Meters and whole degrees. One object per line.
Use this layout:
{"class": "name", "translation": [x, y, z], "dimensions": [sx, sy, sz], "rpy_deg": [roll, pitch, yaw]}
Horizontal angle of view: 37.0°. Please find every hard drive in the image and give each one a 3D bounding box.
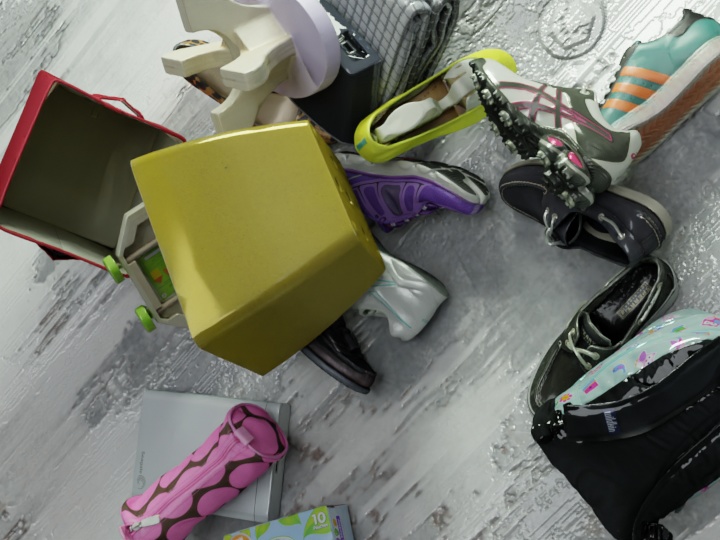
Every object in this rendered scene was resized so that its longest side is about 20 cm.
{"class": "hard drive", "translation": [-0.055, -0.235, 1.178], "dimensions": [0.042, 0.136, 0.200], "rpy_deg": [-28, 59, -26]}
{"class": "hard drive", "translation": [-0.177, 0.213, 1.256], "dimensions": [0.197, 0.027, 0.135], "rpy_deg": [2, 82, 29]}

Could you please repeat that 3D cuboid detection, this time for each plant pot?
{"class": "plant pot", "translation": [-0.087, -0.034, 1.083], "dimensions": [0.174, 0.200, 0.203], "rpy_deg": [-25, 72, 7]}

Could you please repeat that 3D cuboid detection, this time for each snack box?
{"class": "snack box", "translation": [-0.062, 0.367, 1.149], "dimensions": [0.140, 0.053, 0.203], "rpy_deg": [-20, 71, 23]}

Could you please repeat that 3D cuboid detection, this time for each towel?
{"class": "towel", "translation": [0.019, -0.270, 1.155], "dimensions": [0.085, 0.201, 0.166], "rpy_deg": [-27, 68, -26]}

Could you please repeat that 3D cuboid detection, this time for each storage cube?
{"class": "storage cube", "translation": [-0.331, -0.118, 1.280], "dimensions": [0.203, 0.169, 0.180], "rpy_deg": [-66, 25, 4]}

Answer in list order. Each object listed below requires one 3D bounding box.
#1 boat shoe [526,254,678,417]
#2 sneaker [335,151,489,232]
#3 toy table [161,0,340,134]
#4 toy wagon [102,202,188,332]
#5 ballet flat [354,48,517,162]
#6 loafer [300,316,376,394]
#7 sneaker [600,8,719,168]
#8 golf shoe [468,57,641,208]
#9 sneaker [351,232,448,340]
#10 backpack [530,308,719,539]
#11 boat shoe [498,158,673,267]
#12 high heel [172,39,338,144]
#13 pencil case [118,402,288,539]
{"class": "boat shoe", "translation": [0.224, 0.065, 1.039], "dimensions": [0.071, 0.063, 0.201], "rpy_deg": [42, 102, 28]}
{"class": "sneaker", "translation": [0.052, -0.079, 1.167], "dimensions": [0.198, 0.080, 0.085], "rpy_deg": [12, 100, 39]}
{"class": "toy table", "translation": [-0.120, -0.226, 1.127], "dimensions": [0.199, 0.116, 0.186], "rpy_deg": [6, 120, 58]}
{"class": "toy wagon", "translation": [-0.195, 0.007, 1.243], "dimensions": [0.154, 0.202, 0.040], "rpy_deg": [-33, 21, -12]}
{"class": "ballet flat", "translation": [0.083, -0.174, 1.119], "dimensions": [0.198, 0.067, 0.068], "rpy_deg": [-30, 86, -6]}
{"class": "loafer", "translation": [-0.051, 0.057, 1.192], "dimensions": [0.199, 0.072, 0.063], "rpy_deg": [38, 95, 32]}
{"class": "sneaker", "translation": [0.273, -0.170, 1.057], "dimensions": [0.199, 0.071, 0.080], "rpy_deg": [-40, 57, 14]}
{"class": "golf shoe", "translation": [0.181, -0.146, 1.036], "dimensions": [0.088, 0.077, 0.201], "rpy_deg": [-35, 59, -5]}
{"class": "sneaker", "translation": [0.000, 0.000, 1.173], "dimensions": [0.199, 0.070, 0.081], "rpy_deg": [38, 102, 28]}
{"class": "backpack", "translation": [0.268, 0.125, 0.957], "dimensions": [0.199, 0.127, 0.167], "rpy_deg": [-40, 103, 17]}
{"class": "boat shoe", "translation": [0.203, -0.054, 1.045], "dimensions": [0.198, 0.073, 0.063], "rpy_deg": [22, 62, 43]}
{"class": "high heel", "translation": [-0.124, -0.200, 1.234], "dimensions": [0.199, 0.142, 0.072], "rpy_deg": [32, 97, 29]}
{"class": "pencil case", "translation": [-0.175, 0.232, 1.183], "dimensions": [0.200, 0.093, 0.091], "rpy_deg": [-43, 64, 14]}
